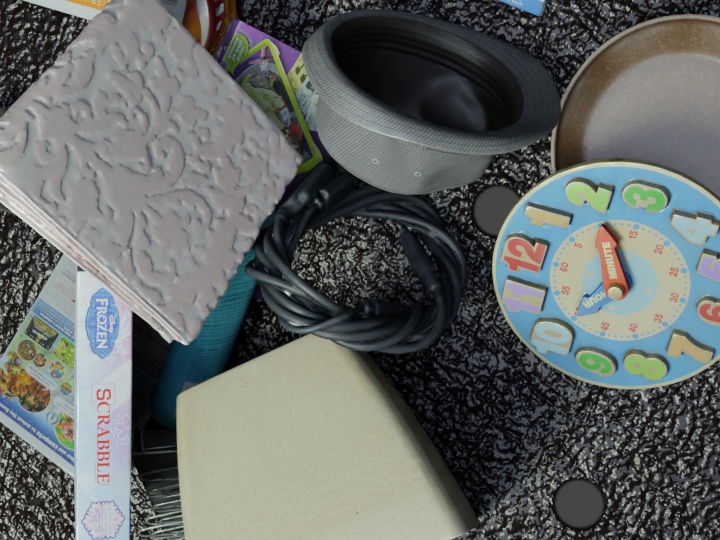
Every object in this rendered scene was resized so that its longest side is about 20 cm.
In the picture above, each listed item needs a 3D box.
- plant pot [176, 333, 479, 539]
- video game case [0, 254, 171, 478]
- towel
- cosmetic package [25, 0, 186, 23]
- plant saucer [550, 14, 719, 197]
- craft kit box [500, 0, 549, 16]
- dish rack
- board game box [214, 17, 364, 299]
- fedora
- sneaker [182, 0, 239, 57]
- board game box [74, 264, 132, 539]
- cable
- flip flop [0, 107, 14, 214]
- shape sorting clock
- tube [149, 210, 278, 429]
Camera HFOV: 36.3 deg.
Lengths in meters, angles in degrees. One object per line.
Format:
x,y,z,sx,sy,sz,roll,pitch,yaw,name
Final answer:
-0.038,0.156,0.852,0.198,0.200,0.179,-25,77,3,plant pot
-0.236,0.076,0.972,0.143,0.018,0.201,35,100,6,video game case
-0.147,-0.077,0.778,0.191,0.201,0.032,45,141,-21,towel
-0.229,-0.258,0.880,0.199,0.071,0.103,20,103,29,cosmetic package
0.249,-0.094,0.854,0.198,0.037,0.203,1,95,12,plant saucer
0.075,-0.314,0.809,0.198,0.049,0.199,24,138,9,craft kit box
-0.143,0.238,0.867,0.054,0.154,0.202,-7,52,-1,dish rack
-0.092,-0.087,0.895,0.119,0.032,0.201,22,100,-31,board game box
0.045,-0.120,0.847,0.198,0.178,0.091,8,132,-15,fedora
-0.142,-0.202,0.914,0.076,0.073,0.203,-3,90,32,sneaker
-0.203,0.090,0.859,0.041,0.200,0.202,0,96,-15,board game box
0.000,0.000,0.842,0.163,0.200,0.051,36,128,-2,cable
-0.252,-0.077,0.943,0.198,0.058,0.082,20,95,3,flip flop
0.198,0.009,0.838,0.198,0.039,0.202,12,124,18,shape sorting clock
-0.121,0.041,0.894,0.050,0.077,0.201,35,120,20,tube
